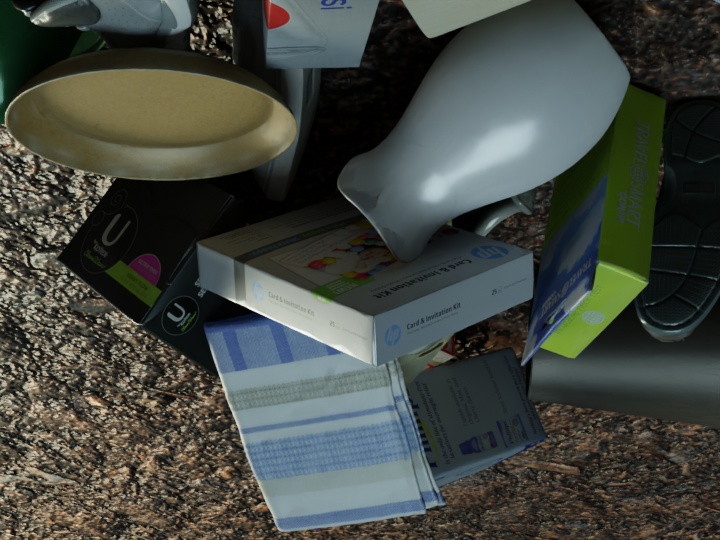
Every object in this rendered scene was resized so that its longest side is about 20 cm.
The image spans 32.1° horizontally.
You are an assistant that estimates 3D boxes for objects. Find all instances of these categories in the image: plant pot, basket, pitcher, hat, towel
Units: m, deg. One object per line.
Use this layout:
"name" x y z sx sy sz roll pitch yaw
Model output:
"plant pot" -0.143 -0.108 0.865 0.198 0.028 0.200 -2 164 -1
"basket" 0.257 0.070 1.164 0.198 0.137 0.181 4 153 4
"pitcher" 0.085 -0.106 0.897 0.200 0.172 0.121 -39 100 10
"hat" -0.259 -0.121 0.852 0.164 0.177 0.200 -5 147 12
"towel" -0.027 0.115 0.980 0.146 0.024 0.201 -12 113 15

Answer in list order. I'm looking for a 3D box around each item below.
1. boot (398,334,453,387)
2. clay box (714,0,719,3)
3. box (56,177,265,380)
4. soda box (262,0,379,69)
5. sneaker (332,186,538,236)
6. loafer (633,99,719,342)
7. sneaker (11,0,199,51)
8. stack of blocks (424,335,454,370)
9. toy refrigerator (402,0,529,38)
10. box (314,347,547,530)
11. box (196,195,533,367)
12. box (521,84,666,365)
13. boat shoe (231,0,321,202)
"boot" 0.035 0.056 1.063 0.072 0.200 0.155 38 115 6
"clay box" 0.306 -0.202 0.809 0.199 0.048 0.115 21 143 -24
"box" -0.123 0.014 1.050 0.148 0.125 0.200 29 170 44
"soda box" -0.024 -0.181 0.751 0.068 0.064 0.200 -1 171 -6
"sneaker" 0.053 -0.054 1.016 0.199 0.091 0.075 -24 139 34
"loafer" 0.250 -0.031 0.941 0.071 0.201 0.063 8 154 19
"sneaker" -0.167 -0.175 0.815 0.115 0.076 0.200 0 171 -12
"stack of blocks" -0.014 0.077 1.254 0.115 0.059 0.200 25 141 -30
"toy refrigerator" 0.114 -0.224 0.773 0.199 0.070 0.076 -17 136 27
"box" 0.051 0.171 1.268 0.199 0.106 0.184 -12 164 -32
"box" 0.000 0.000 0.909 0.155 0.199 0.041 -20 119 -37
"box" 0.177 -0.030 0.941 0.047 0.201 0.122 20 145 -7
"boat shoe" -0.072 -0.128 0.936 0.068 0.072 0.200 17 151 5
